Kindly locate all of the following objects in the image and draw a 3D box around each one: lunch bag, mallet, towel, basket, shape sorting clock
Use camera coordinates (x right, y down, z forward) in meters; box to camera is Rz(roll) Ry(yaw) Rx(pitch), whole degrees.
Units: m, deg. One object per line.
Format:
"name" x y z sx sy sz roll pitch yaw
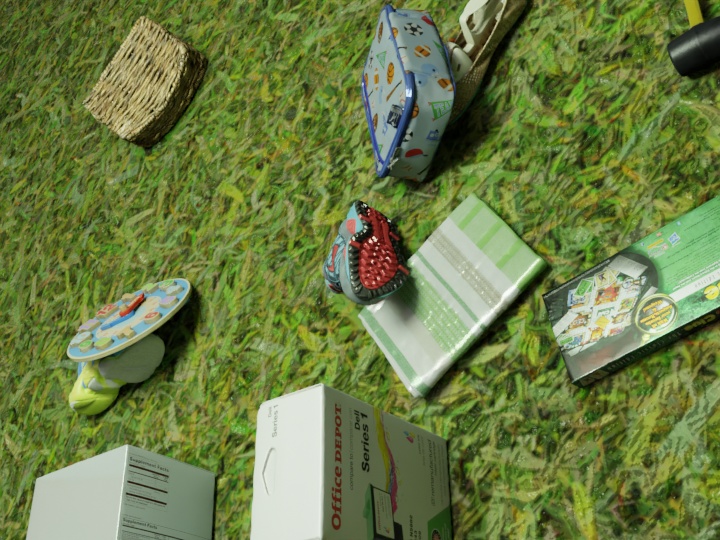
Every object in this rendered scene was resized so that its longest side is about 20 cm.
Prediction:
"lunch bag" 0.051 -0.211 1.112 0.161 0.075 0.201 114 155 -49
"mallet" 0.350 -0.290 0.941 0.066 0.041 0.201 -17 52 38
"towel" 0.099 0.027 1.006 0.200 0.031 0.149 -46 45 10
"basket" -0.356 -0.316 1.604 0.142 0.149 0.200 37 95 15
"shape sorting clock" -0.335 0.067 1.317 0.199 0.039 0.200 -26 18 9

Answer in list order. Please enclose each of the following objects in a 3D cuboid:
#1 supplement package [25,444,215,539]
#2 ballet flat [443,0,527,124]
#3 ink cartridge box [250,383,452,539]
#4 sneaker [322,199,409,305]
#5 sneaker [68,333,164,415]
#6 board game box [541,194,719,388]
"supplement package" -0.295 0.345 1.102 0.191 0.147 0.201 -23 53 33
"ballet flat" 0.132 -0.277 1.115 0.070 0.065 0.201 26 87 46
"ink cartridge box" -0.003 0.210 0.863 0.084 0.200 0.146 -23 53 33
"sneaker" 0.000 0.000 1.057 0.096 0.079 0.200 -55 12 22
"sneaker" -0.367 0.127 1.351 0.200 0.076 0.105 -36 46 24
"board game box" 0.269 0.020 0.846 0.200 0.023 0.105 -32 46 27
